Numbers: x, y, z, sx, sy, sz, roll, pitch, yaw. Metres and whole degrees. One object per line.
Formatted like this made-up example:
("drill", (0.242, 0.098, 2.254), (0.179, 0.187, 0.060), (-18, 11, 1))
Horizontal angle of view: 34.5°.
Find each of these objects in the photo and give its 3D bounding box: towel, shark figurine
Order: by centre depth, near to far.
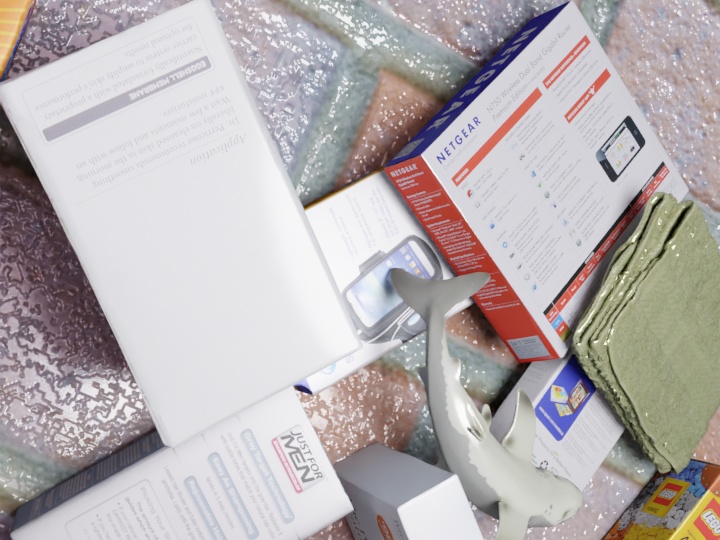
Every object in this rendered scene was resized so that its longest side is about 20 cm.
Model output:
("shark figurine", (0.063, 0.110, 0.791), (0.128, 0.089, 0.216), (-42, 107, -45))
("towel", (0.232, 0.051, 0.874), (0.149, 0.036, 0.200), (-53, 130, -14))

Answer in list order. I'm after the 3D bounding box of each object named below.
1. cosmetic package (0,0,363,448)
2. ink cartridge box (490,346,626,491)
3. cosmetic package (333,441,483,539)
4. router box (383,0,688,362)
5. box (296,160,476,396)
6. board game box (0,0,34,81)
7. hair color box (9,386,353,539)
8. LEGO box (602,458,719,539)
("cosmetic package", (-0.104, -0.030, 0.677), (0.121, 0.199, 0.203), (-24, 99, -8))
("ink cartridge box", (0.180, 0.081, 0.893), (0.201, 0.037, 0.095), (-50, 121, -13))
("cosmetic package", (0.055, 0.227, 0.793), (0.051, 0.150, 0.203), (-25, 97, -19))
("router box", (0.137, -0.067, 0.855), (0.200, 0.049, 0.180), (-45, 108, -29))
("box", (0.000, 0.000, 0.835), (0.198, 0.041, 0.121), (-27, 99, -17))
("board game box", (-0.300, -0.123, 0.634), (0.198, 0.200, 0.203), (23, 81, -18))
("hair color box", (-0.115, 0.156, 0.760), (0.198, 0.061, 0.100), (-28, 99, -8))
("LEGO box", (0.278, 0.274, 0.917), (0.149, 0.077, 0.200), (-45, 104, -15))
